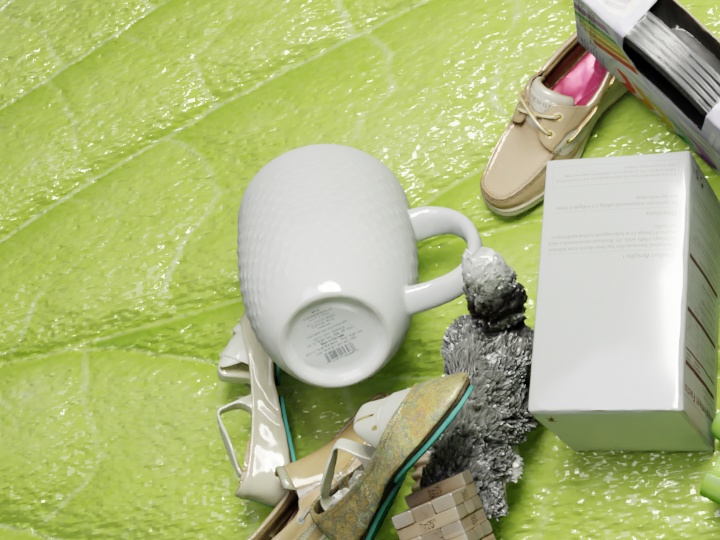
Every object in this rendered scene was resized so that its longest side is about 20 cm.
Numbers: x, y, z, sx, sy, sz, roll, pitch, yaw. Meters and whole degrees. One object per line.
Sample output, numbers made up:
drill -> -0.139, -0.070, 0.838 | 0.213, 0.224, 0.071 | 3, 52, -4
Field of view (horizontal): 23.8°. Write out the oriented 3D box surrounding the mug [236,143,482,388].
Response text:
mug -> 0.000, 0.000, 1.361 | 0.198, 0.149, 0.176 | -12, 33, 4

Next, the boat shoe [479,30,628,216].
boat shoe -> 0.161, -0.137, 1.408 | 0.074, 0.069, 0.201 | 37, 90, 32

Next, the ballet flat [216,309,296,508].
ballet flat -> -0.091, 0.101, 1.440 | 0.069, 0.069, 0.202 | -17, 64, 20

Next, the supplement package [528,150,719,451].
supplement package -> 0.204, 0.027, 1.296 | 0.116, 0.117, 0.202 | -2, 70, 24

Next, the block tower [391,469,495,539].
block tower -> 0.087, 0.254, 1.263 | 0.054, 0.058, 0.201 | -24, 83, 22

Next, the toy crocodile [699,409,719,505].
toy crocodile -> 0.316, 0.090, 1.248 | 0.067, 0.062, 0.200 | 40, 91, 32

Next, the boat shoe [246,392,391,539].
boat shoe -> -0.035, 0.176, 1.371 | 0.201, 0.076, 0.072 | -57, 19, -4

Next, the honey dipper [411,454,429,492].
honey dipper -> 0.058, 0.228, 1.342 | 0.038, 0.038, 0.202 | -8, 70, 24

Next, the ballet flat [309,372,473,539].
ballet flat -> 0.015, 0.136, 1.276 | 0.071, 0.070, 0.201 | 58, 137, 31

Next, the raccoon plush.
raccoon plush -> 0.077, 0.093, 1.293 | 0.096, 0.201, 0.135 | 3, 52, 33

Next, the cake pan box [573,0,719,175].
cake pan box -> 0.238, -0.145, 1.267 | 0.184, 0.200, 0.052 | 43, 93, 7
